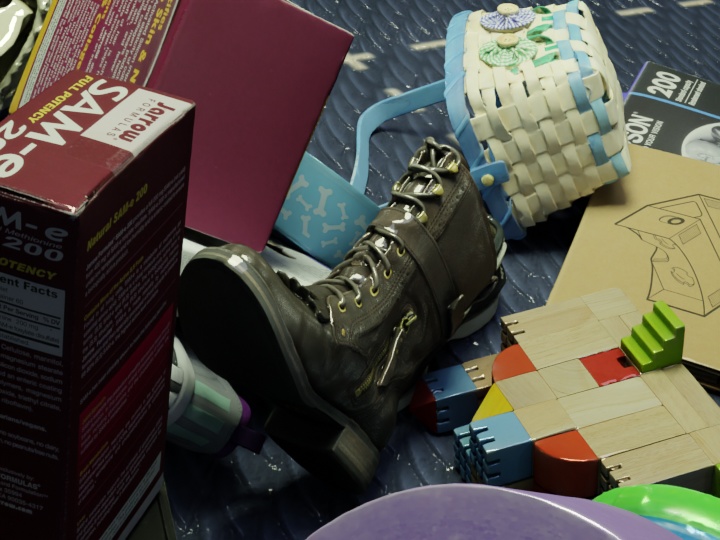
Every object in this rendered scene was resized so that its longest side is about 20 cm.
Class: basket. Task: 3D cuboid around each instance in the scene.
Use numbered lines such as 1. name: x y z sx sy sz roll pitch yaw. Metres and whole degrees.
1. basket: 0.085 -0.105 1.005 0.199 0.140 0.177 -23 29 17

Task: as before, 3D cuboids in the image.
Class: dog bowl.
1. dog bowl: -0.061 -0.058 0.915 0.199 0.050 0.111 33 -4 33

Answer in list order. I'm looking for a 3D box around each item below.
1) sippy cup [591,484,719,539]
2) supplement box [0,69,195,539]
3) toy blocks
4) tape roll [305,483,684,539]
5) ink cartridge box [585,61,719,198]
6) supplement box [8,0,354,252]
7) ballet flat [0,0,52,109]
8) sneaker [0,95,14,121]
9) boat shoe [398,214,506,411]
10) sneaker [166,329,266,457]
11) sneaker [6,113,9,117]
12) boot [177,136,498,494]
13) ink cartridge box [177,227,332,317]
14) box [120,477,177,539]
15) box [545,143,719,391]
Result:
1. sippy cup: 0.114 0.180 0.571 0.177 0.140 0.130 -18 19 48
2. supplement box: -0.121 0.033 0.578 0.060 0.202 0.109 16 31 10
3. toy blocks: 0.111 0.086 0.756 0.135 0.101 0.200 -14 37 -14
4. tape roll: 0.048 0.174 0.473 0.199 0.201 0.085 29 4 29
5. ink cartridge box: 0.242 -0.100 1.111 0.198 0.044 0.198 18 35 15
6. supplement box: -0.108 -0.110 0.795 0.103 0.132 0.200 21 7 -31
7. ballet flat: -0.261 -0.112 0.879 0.071 0.072 0.200 31 76 31
8. sneaker: -0.311 -0.122 0.967 0.198 0.081 0.115 -7 38 -21
9. boat shoe: 0.025 0.023 0.845 0.075 0.061 0.200 22 34 19
10. sneaker: -0.128 0.051 0.781 0.087 0.075 0.200 36 -1 -36
11. sneaker: -0.228 -0.040 0.857 0.069 0.083 0.201 11 33 -2
12. boot: 0.000 0.000 0.722 0.069 0.201 0.175 17 62 33
13. ink cartridge box: -0.111 -0.016 0.792 0.199 0.041 0.199 18 9 -44
14. box: -0.170 0.158 0.597 0.198 0.048 0.194 -1 35 -16
15. box: 0.221 -0.005 0.939 0.162 0.021 0.201 17 45 14
